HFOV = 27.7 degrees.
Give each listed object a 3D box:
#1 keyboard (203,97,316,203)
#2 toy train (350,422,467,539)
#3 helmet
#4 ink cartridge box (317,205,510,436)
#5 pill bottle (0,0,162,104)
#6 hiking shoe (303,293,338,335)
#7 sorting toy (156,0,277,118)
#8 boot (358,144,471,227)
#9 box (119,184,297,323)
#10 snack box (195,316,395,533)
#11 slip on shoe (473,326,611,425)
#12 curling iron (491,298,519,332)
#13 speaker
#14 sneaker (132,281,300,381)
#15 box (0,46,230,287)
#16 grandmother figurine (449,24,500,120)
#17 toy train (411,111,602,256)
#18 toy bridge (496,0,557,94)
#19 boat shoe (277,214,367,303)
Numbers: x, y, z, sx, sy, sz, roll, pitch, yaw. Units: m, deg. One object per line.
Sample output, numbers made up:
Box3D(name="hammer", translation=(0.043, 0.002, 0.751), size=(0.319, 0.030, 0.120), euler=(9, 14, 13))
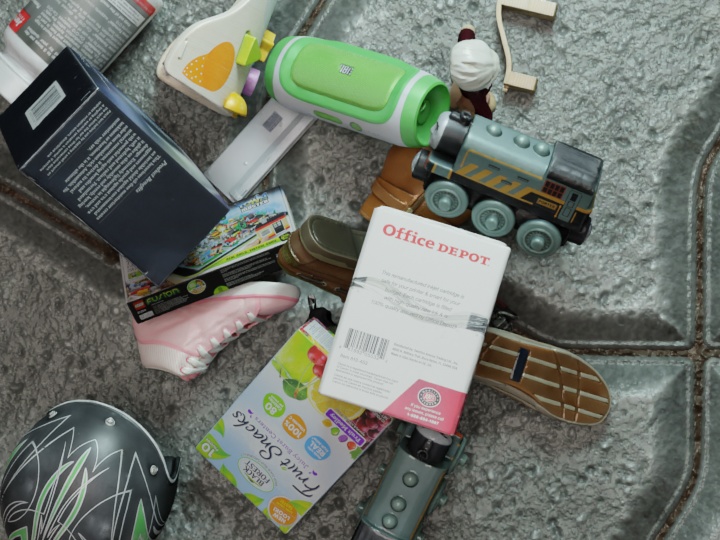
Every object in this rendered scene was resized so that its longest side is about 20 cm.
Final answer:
Box3D(name="keyboard", translation=(-0.095, -0.166, 1.679), size=(0.056, 0.011, 0.200), euler=(42, 91, 12))
Box3D(name="toy train", translation=(0.049, 0.242, 1.577), size=(0.085, 0.114, 0.200), euler=(28, 104, 6))
Box3D(name="helmet", translation=(-0.295, 0.238, 1.585), size=(0.200, 0.191, 0.200), euler=(0, 88, 6))
Box3D(name="ink cartridge box", translation=(0.057, 0.051, 1.493), size=(0.145, 0.084, 0.200), euler=(17, 88, 6))
Box3D(name="pill bottle", translation=(-0.329, -0.268, 1.655), size=(0.114, 0.114, 0.200), euler=(43, 91, 6))
Box3D(name="hiking shoe", translation=(0.025, 0.085, 1.618), size=(0.200, 0.076, 0.101), euler=(12, 92, 7))
Box3D(name="sorting toy", translation=(-0.135, -0.268, 1.609), size=(0.107, 0.200, 0.180), euler=(30, 90, -12))
Box3D(name="boot", translation=(0.111, -0.072, 1.622), size=(0.200, 0.077, 0.155), euler=(35, 98, -4))
Box3D(name="box", translation=(-0.167, -0.019, 1.624), size=(0.200, 0.110, 0.035), euler=(-21, 129, 0))
Box3D(name="snack box", translation=(-0.066, 0.171, 1.599), size=(0.142, 0.053, 0.200), euler=(44, 115, 5))
Box3D(name="slip on shoe", translation=(0.182, 0.112, 1.611), size=(0.200, 0.061, 0.076), euler=(19, 90, -12))
Box3D(name="curling iron", translation=(0.099, 0.000, 1.609), size=(0.200, 0.050, 0.026), euler=(40, 97, -7))
Box3D(name="speaker", translation=(-0.004, -0.196, 1.597), size=(0.200, 0.088, 0.089), euler=(21, 89, 28))
Box3D(name="sneaker", translation=(-0.160, 0.069, 1.638), size=(0.200, 0.075, 0.105), euler=(-6, 82, 13))
Box3D(name="box", translation=(-0.265, -0.115, 1.562), size=(0.123, 0.200, 0.198), euler=(-45, 119, 1))
Box3D(name="grandmother figurine", translation=(0.119, -0.204, 1.561), size=(0.060, 0.200, 0.121), euler=(-22, 84, 4))
Box3D(name="toy train", translation=(0.155, -0.095, 1.517), size=(0.200, 0.085, 0.114), euler=(23, 132, 1))
Box3D(name="toy bridge", translation=(0.188, -0.297, 1.646), size=(0.067, 0.027, 0.200), euler=(15, 89, 9))
Box3D(name="boat shoe", translation=(0.000, 0.000, 1.595), size=(0.200, 0.072, 0.068), euler=(26, 130, -30))
